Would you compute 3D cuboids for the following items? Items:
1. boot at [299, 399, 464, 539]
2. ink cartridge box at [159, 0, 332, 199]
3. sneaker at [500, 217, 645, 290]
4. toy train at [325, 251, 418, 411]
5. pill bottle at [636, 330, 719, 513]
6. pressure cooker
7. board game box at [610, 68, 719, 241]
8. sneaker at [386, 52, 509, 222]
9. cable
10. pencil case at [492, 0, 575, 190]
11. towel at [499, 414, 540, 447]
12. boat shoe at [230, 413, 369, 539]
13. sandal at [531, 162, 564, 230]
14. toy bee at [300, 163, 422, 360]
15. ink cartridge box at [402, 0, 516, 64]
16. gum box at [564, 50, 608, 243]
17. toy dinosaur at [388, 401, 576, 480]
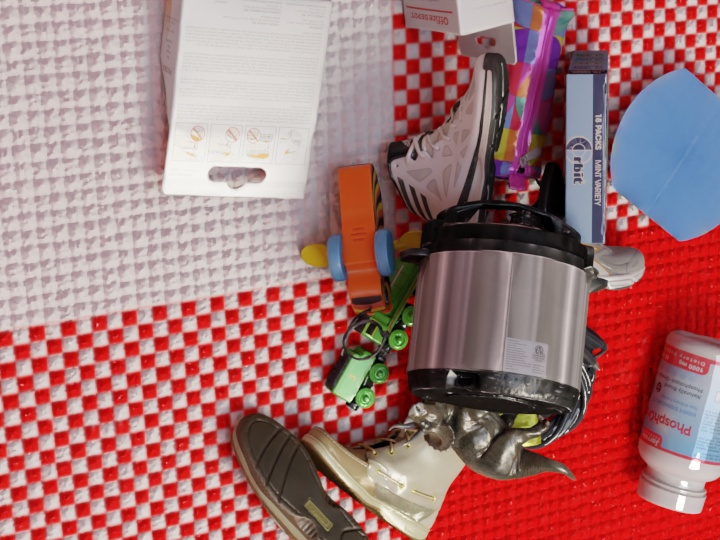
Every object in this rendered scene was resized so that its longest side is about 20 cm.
[{"bbox_3d":[0.039,0.185,1.536,0.200,0.072,0.155,41,81,-30],"label":"boot"},{"bbox_3d":[-0.117,-0.174,1.383,0.160,0.050,0.203,0,111,-29],"label":"ink cartridge box"},{"bbox_3d":[0.238,-0.025,1.589,0.198,0.075,0.093,-4,100,-28],"label":"sneaker"},{"bbox_3d":[0.028,0.055,1.515,0.056,0.042,0.202,30,88,-20],"label":"toy train"},{"bbox_3d":[0.396,0.182,1.703,0.108,0.108,0.203,11,97,-29],"label":"pill bottle"},{"bbox_3d":[0.139,0.032,1.380,0.175,0.177,0.203,20,73,-52],"label":"pressure cooker"},{"bbox_3d":[0.367,-0.135,1.651,0.199,0.039,0.159,33,91,-25],"label":"board game box"},{"bbox_3d":[0.083,-0.132,1.436,0.114,0.076,0.203,14,123,10],"label":"sneaker"},{"bbox_3d":[0.189,0.114,1.612,0.199,0.051,0.164,30,94,-38],"label":"cable"},{"bbox_3d":[0.171,-0.189,1.502,0.087,0.088,0.203,4,99,-29],"label":"pencil case"},{"bbox_3d":[0.145,0.094,1.529,0.085,0.018,0.203,-7,94,-8],"label":"towel"},{"bbox_3d":[-0.076,0.241,1.487,0.072,0.076,0.201,-39,96,-35],"label":"boat shoe"},{"bbox_3d":[0.182,-0.015,1.501,0.075,0.045,0.203,-26,125,-60],"label":"sandal"},{"bbox_3d":[0.000,0.000,1.452,0.109,0.129,0.202,57,50,-68],"label":"toy bee"},{"bbox_3d":[0.092,-0.303,1.413,0.066,0.116,0.203,-16,109,-24],"label":"ink cartridge box"},{"bbox_3d":[0.239,-0.135,1.496,0.044,0.200,0.172,1,106,9],"label":"gum box"},{"bbox_3d":[0.134,0.173,1.496,0.199,0.077,0.103,34,99,-14],"label":"toy dinosaur"}]
